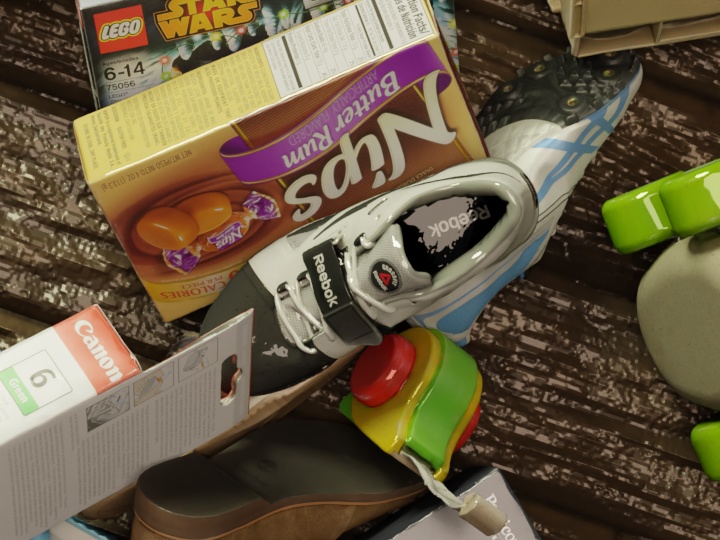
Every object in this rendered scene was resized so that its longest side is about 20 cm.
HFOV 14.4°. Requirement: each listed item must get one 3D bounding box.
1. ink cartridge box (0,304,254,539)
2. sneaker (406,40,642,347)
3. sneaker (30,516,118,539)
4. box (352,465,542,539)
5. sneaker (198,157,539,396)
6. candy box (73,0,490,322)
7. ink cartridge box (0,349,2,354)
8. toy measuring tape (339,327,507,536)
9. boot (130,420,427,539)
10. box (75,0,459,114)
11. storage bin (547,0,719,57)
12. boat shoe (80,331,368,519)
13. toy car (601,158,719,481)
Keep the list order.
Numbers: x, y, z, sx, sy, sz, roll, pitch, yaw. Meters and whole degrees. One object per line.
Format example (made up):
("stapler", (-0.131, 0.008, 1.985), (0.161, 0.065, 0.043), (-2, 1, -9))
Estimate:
("ink cartridge box", (-0.150, 0.076, 1.438), (0.199, 0.109, 0.050), (-28, 63, -21))
("sneaker", (0.088, -0.045, 1.573), (0.200, 0.072, 0.073), (-50, 134, -14))
("sneaker", (-0.179, 0.162, 1.523), (0.199, 0.077, 0.081), (29, 86, -1))
("box", (0.043, 0.236, 1.525), (0.181, 0.104, 0.201), (-31, 90, -6))
("sneaker", (0.000, 0.000, 1.475), (0.199, 0.089, 0.074), (-32, 91, 3))
("candy box", (-0.038, -0.063, 1.515), (0.199, 0.117, 0.057), (-22, 45, 3))
("ink cartridge box", (-0.277, 0.020, 1.471), (0.128, 0.125, 0.200), (-34, 63, -7))
("toy measuring tape", (0.043, 0.075, 1.492), (0.073, 0.200, 0.074), (-6, 107, -19))
("boot", (-0.045, 0.132, 1.519), (0.199, 0.073, 0.076), (-11, 123, -42))
("box", (-0.047, -0.118, 1.528), (0.199, 0.040, 0.138), (-13, 133, -6))
("storage bin", (0.199, -0.221, 1.526), (0.199, 0.199, 0.094), (-10, 53, -7))
("boat shoe", (-0.077, 0.061, 1.544), (0.199, 0.072, 0.065), (-34, 80, -5))
("toy car", (0.260, 0.000, 1.548), (0.199, 0.158, 0.165), (-22, 91, -18))
